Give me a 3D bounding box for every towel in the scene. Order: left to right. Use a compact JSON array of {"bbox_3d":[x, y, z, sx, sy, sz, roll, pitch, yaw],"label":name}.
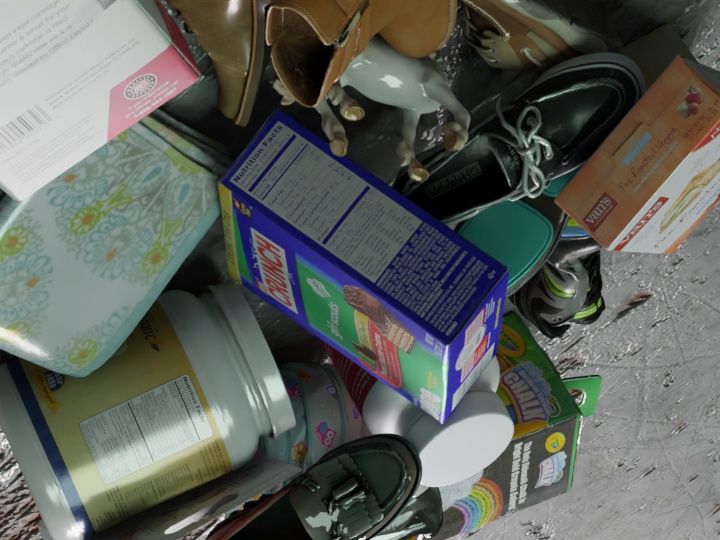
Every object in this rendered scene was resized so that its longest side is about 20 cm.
[{"bbox_3d":[-0.190,-0.029,1.488,0.200,0.048,0.171,-53,142,5],"label":"towel"}]

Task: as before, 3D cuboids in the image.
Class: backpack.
[{"bbox_3d":[-0.047,0.169,1.798,0.126,0.167,0.201,-5,133,-25],"label":"backpack"}]

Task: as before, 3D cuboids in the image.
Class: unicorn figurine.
[{"bbox_3d":[0.021,-0.125,1.507,0.074,0.138,0.200,-33,133,23],"label":"unicorn figurine"}]

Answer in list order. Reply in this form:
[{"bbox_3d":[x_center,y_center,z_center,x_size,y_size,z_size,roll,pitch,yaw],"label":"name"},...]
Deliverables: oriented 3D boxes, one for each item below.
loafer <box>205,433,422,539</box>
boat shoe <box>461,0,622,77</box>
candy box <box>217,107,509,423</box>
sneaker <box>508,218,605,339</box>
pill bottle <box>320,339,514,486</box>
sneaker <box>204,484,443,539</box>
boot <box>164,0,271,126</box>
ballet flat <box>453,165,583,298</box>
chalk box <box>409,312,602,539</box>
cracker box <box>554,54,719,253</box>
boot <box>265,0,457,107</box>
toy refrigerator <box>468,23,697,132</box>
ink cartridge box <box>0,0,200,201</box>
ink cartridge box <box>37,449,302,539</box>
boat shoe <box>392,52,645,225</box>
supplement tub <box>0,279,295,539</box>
[{"bbox_3d":[-0.043,0.187,1.611,0.200,0.072,0.063,-32,176,26],"label":"loafer"},{"bbox_3d":[0.108,-0.173,1.540,0.072,0.076,0.200,-42,143,21],"label":"boat shoe"},{"bbox_3d":[0.000,0.000,1.536,0.077,0.200,0.169,-50,165,-17],"label":"candy box"},{"bbox_3d":[0.174,-0.002,1.762,0.071,0.083,0.200,-31,168,-22],"label":"sneaker"},{"bbox_3d":[0.036,0.061,1.672,0.112,0.200,0.113,-19,145,-14],"label":"pill bottle"},{"bbox_3d":[-0.022,0.208,1.708,0.199,0.067,0.091,-22,122,5],"label":"sneaker"},{"bbox_3d":[-0.090,-0.171,1.419,0.075,0.074,0.200,6,144,-1],"label":"boot"},{"bbox_3d":[0.128,-0.053,1.607,0.073,0.073,0.200,25,103,-51],"label":"ballet flat"},{"bbox_3d":[0.112,0.131,1.893,0.199,0.124,0.125,-20,144,-17],"label":"chalk box"},{"bbox_3d":[0.227,-0.079,1.584,0.134,0.058,0.200,-50,163,14],"label":"cracker box"},{"bbox_3d":[-0.006,-0.162,1.393,0.073,0.155,0.200,1,145,26],"label":"boot"},{"bbox_3d":[0.172,-0.100,1.685,0.199,0.070,0.076,-28,147,-2],"label":"toy refrigerator"},{"bbox_3d":[-0.208,-0.151,1.319,0.146,0.083,0.200,-33,147,5],"label":"ink cartridge box"},{"bbox_3d":[-0.141,0.188,1.663,0.160,0.200,0.050,-28,107,-21],"label":"ink cartridge box"},{"bbox_3d":[0.109,-0.086,1.533,0.199,0.074,0.068,-23,-167,11],"label":"boat shoe"},{"bbox_3d":[-0.162,0.101,1.626,0.199,0.145,0.145,-24,146,-9],"label":"supplement tub"}]
